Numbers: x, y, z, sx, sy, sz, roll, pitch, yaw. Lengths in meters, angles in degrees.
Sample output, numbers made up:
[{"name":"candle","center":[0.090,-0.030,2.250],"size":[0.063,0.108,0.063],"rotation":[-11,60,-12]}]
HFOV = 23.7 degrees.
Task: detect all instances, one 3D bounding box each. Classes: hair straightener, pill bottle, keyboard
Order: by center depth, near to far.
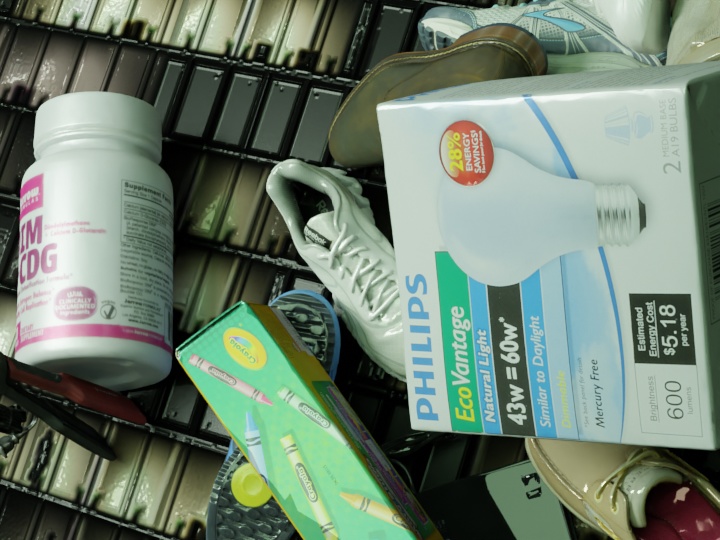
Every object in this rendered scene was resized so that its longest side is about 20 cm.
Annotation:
[{"name":"keyboard","center":[0.041,0.164,1.150],"size":[0.199,0.021,0.128],"rotation":[-19,73,17]},{"name":"hair straightener","center":[-0.229,0.104,1.187],"size":[0.041,0.200,0.077],"rotation":[41,95,28]},{"name":"pill bottle","center":[-0.194,-0.020,1.257],"size":[0.113,0.113,0.202],"rotation":[-9,70,21]}]

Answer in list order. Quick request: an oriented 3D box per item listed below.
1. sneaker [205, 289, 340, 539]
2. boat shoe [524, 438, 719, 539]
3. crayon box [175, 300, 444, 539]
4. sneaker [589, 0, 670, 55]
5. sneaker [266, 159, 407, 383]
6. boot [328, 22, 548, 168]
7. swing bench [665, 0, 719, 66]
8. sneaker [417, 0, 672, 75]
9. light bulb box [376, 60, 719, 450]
[{"name":"sneaker","center":[-0.056,0.112,1.188],"size":[0.065,0.078,0.202],"rotation":[14,87,2]},{"name":"boat shoe","center":[0.182,0.141,1.058],"size":[0.200,0.069,0.074],"rotation":[36,80,25]},{"name":"crayon box","center":[-0.027,0.116,1.085],"size":[0.058,0.119,0.201],"rotation":[-36,82,4]},{"name":"sneaker","center":[0.160,-0.199,1.133],"size":[0.088,0.076,0.200],"rotation":[-2,33,9]},{"name":"sneaker","center":[0.000,0.000,1.184],"size":[0.075,0.081,0.200],"rotation":[-43,64,5]},{"name":"boot","center":[0.030,-0.097,1.158],"size":[0.199,0.075,0.097],"rotation":[-25,21,45]},{"name":"swing bench","center":[0.283,-0.171,1.046],"size":[0.199,0.130,0.200],"rotation":[3,57,22]},{"name":"sneaker","center":[0.137,-0.154,1.184],"size":[0.199,0.078,0.087],"rotation":[18,68,22]},{"name":"light bulb box","center":[0.130,-0.012,0.979],"size":[0.199,0.124,0.200],"rotation":[-1,100,37]}]
